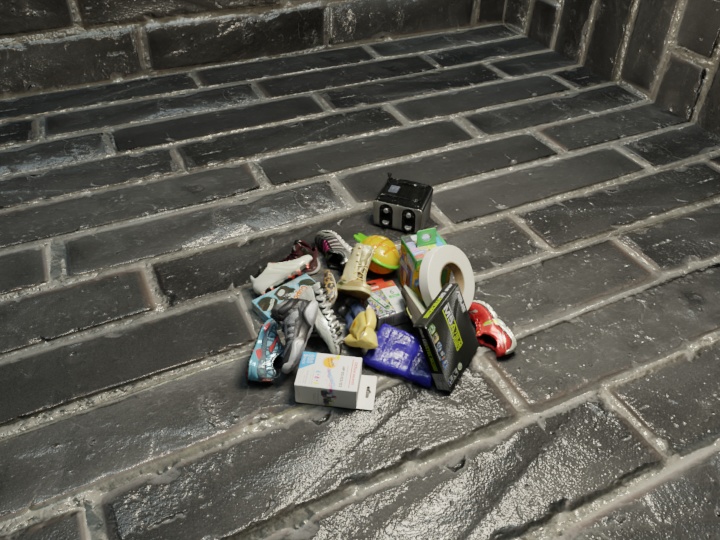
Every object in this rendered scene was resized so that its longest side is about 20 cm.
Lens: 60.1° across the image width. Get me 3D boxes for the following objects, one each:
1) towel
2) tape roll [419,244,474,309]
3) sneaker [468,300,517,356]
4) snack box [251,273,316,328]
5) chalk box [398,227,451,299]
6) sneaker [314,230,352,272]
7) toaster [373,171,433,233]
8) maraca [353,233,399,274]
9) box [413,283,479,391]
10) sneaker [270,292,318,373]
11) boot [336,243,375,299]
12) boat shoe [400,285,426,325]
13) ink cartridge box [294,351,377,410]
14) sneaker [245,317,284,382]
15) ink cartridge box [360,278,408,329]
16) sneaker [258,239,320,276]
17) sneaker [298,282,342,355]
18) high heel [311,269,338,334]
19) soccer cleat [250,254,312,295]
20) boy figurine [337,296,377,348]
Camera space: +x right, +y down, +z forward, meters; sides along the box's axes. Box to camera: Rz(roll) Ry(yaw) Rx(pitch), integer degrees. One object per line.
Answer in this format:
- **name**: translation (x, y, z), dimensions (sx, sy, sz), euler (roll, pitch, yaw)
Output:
- **towel**: translation (0.119, 0.219, 1.650), dimensions (0.196, 0.050, 0.148), euler (16, 40, 17)
- **tape roll**: translation (0.241, 0.031, 1.721), dimensions (0.037, 0.206, 0.202), euler (-9, 22, 48)
- **sneaker**: translation (0.344, 0.158, 1.715), dimensions (0.084, 0.078, 0.200), euler (-23, 44, -20)
- **snack box**: translation (-0.203, 0.089, 1.808), dimensions (0.198, 0.038, 0.116), euler (-28, 48, -32)
- **chalk box**: translation (0.191, -0.029, 1.835), dimensions (0.122, 0.203, 0.125), euler (-11, 40, -15)
- **sneaker**: translation (-0.089, -0.059, 1.964), dimensions (0.087, 0.075, 0.199), euler (-25, 51, -38)
- **toaster**: translation (0.149, -0.229, 2.145), dimensions (0.177, 0.121, 0.201), euler (14, 41, 13)
- **maraca**: translation (0.051, -0.061, 1.944), dimensions (0.135, 0.108, 0.201), euler (16, 23, -34)
- **box**: translation (0.225, 0.169, 1.600), dimensions (0.047, 0.203, 0.193), euler (-2, 29, 41)
- **sneaker**: translation (-0.188, 0.157, 1.601), dimensions (0.112, 0.076, 0.203), euler (20, 70, 6)
- **boot**: translation (0.000, 0.000, 1.781), dimensions (0.072, 0.158, 0.199), euler (27, -9, -18)
- **boat shoe**: translation (0.152, 0.116, 1.696), dimensions (0.061, 0.071, 0.202), euler (-47, 39, 11)
- **ink cartridge box**: translation (-0.058, 0.275, 1.559), dimensions (0.195, 0.069, 0.116), euler (5, 39, 4)
- **sneaker**: translation (-0.236, 0.216, 1.638), dimensions (0.094, 0.080, 0.202), euler (17, 46, -3)
- **ink cartridge box**: translation (0.059, 0.078, 1.818), dimensions (0.107, 0.051, 0.201), euler (-13, 42, -19)
- **sneaker**: translation (-0.220, -0.040, 1.903), dimensions (0.196, 0.117, 0.076), euler (-11, 40, -16)
- **sneaker**: translation (-0.104, 0.138, 1.677), dimensions (0.080, 0.075, 0.204), euler (-21, 82, 8)
- **high heel**: translation (-0.136, 0.085, 1.756), dimensions (0.139, 0.072, 0.204), euler (0, 60, -9)
- **soccer cleat**: translation (-0.235, -0.001, 1.844), dimensions (0.198, 0.069, 0.078), euler (-32, 81, -7)
- **boy figurine**: translation (-0.006, 0.155, 1.681), dimensions (0.064, 0.125, 0.201), euler (34, 13, -28)
